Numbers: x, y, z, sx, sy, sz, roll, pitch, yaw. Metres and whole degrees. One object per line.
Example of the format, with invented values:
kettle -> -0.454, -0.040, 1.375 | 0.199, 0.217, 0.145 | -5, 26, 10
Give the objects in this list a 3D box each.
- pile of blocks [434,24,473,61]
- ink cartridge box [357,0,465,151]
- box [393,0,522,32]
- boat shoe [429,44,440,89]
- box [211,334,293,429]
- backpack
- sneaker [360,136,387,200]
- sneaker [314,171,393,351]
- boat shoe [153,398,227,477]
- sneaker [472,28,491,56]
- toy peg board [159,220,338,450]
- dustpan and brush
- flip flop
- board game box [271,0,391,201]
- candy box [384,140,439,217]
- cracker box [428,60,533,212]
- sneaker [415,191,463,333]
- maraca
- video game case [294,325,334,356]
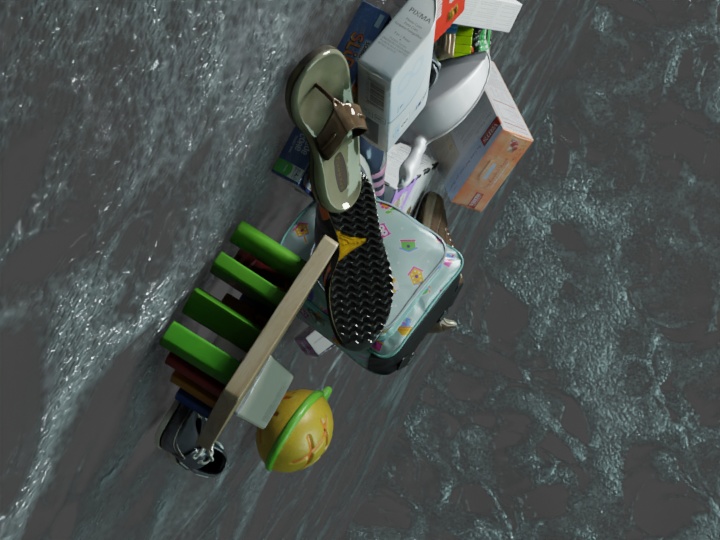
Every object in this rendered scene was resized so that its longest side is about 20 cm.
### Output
pile of blocks -> 0.128, -0.309, 1.659 | 0.200, 0.062, 0.082 | 95, 1, -56
ink cartridge box -> 0.071, -0.240, 1.425 | 0.200, 0.047, 0.160 | -50, 166, -16
box -> 0.115, -0.310, 1.555 | 0.200, 0.039, 0.042 | -6, 129, -51
boat shoe -> 0.062, -0.240, 1.588 | 0.072, 0.068, 0.200 | -66, 171, 25
box -> -0.138, 0.132, 1.584 | 0.082, 0.068, 0.200 | -61, 170, -9
backpack -> 0.000, 0.000, 1.566 | 0.176, 0.200, 0.153 | -52, 162, -15
sneaker -> 0.011, -0.134, 1.618 | 0.082, 0.070, 0.200 | -58, 172, -10
sneaker -> -0.011, -0.005, 1.443 | 0.090, 0.070, 0.201 | 124, -38, -70
boat shoe -> -0.184, 0.189, 1.513 | 0.073, 0.063, 0.200 | -58, 170, -18
sneaker -> 0.153, -0.333, 1.785 | 0.085, 0.078, 0.200 | -59, 170, -22
toy peg board -> -0.131, 0.057, 1.385 | 0.200, 0.098, 0.199 | -57, -179, -25
dustpan and brush -> 0.075, -0.176, 1.606 | 0.057, 0.139, 0.200 | 60, 41, -28
flip flop -> -0.022, -0.136, 1.330 | 0.081, 0.058, 0.200 | -38, 138, -29
board game box -> -0.022, -0.176, 1.430 | 0.200, 0.034, 0.135 | -62, 170, 0
candy box -> 0.019, -0.073, 1.825 | 0.168, 0.071, 0.200 | -66, 169, 22
cracker box -> 0.158, -0.197, 1.876 | 0.134, 0.058, 0.200 | -55, -148, 30
sneaker -> 0.109, -0.011, 1.889 | 0.070, 0.075, 0.201 | -116, -148, -77
maraca -> -0.091, 0.233, 1.991 | 0.137, 0.107, 0.200 | -56, 172, 12
video game case -> -0.004, 0.051, 1.829 | 0.181, 0.036, 0.200 | -37, -178, -7
